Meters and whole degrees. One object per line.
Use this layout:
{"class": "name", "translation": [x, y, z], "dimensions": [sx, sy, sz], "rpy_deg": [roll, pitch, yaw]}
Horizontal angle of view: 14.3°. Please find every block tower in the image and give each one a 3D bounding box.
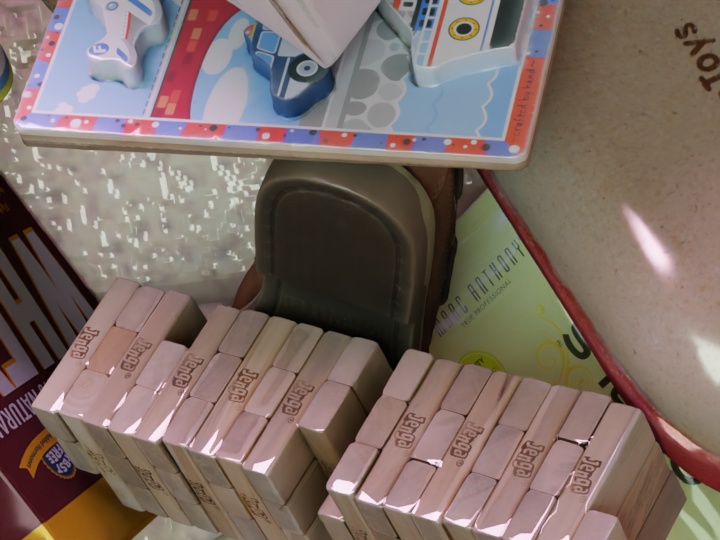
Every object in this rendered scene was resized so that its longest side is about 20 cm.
{"class": "block tower", "translation": [0.001, 0.056, 0.854], "dimensions": [0.199, 0.058, 0.054], "rpy_deg": [15, 151, 33]}

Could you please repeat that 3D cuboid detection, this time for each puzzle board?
{"class": "puzzle board", "translation": [-0.007, -0.113, 0.856], "dimensions": [0.150, 0.201, 0.017], "rpy_deg": [3, 142, 15]}

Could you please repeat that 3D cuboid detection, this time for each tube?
{"class": "tube", "translation": [0.092, 0.063, 0.930], "dimensions": [0.058, 0.052, 0.200], "rpy_deg": [-41, 85, -15]}

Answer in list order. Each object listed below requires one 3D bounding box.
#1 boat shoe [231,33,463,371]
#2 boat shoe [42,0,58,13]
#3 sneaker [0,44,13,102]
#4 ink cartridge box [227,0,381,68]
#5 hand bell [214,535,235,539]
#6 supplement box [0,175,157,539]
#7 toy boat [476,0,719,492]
{"class": "boat shoe", "translation": [0.000, 0.000, 0.900], "dimensions": [0.072, 0.068, 0.200], "rpy_deg": [24, 151, 1]}
{"class": "boat shoe", "translation": [-0.098, -0.121, 0.930], "dimensions": [0.074, 0.069, 0.200], "rpy_deg": [-40, 89, 20]}
{"class": "sneaker", "translation": [-0.172, -0.124, 0.907], "dimensions": [0.074, 0.082, 0.200], "rpy_deg": [-30, 49, -15]}
{"class": "ink cartridge box", "translation": [-0.049, -0.173, 0.804], "dimensions": [0.200, 0.085, 0.145], "rpy_deg": [35, 85, 22]}
{"class": "hand bell", "translation": [-0.049, 0.158, 0.909], "dimensions": [0.104, 0.200, 0.105], "rpy_deg": [4, 103, 16]}
{"class": "supplement box", "translation": [-0.197, 0.056, 0.964], "dimensions": [0.197, 0.133, 0.200], "rpy_deg": [-37, 90, 19]}
{"class": "toy boat", "translation": [0.115, -0.010, 0.873], "dimensions": [0.130, 0.131, 0.200], "rpy_deg": [-26, 58, -7]}
